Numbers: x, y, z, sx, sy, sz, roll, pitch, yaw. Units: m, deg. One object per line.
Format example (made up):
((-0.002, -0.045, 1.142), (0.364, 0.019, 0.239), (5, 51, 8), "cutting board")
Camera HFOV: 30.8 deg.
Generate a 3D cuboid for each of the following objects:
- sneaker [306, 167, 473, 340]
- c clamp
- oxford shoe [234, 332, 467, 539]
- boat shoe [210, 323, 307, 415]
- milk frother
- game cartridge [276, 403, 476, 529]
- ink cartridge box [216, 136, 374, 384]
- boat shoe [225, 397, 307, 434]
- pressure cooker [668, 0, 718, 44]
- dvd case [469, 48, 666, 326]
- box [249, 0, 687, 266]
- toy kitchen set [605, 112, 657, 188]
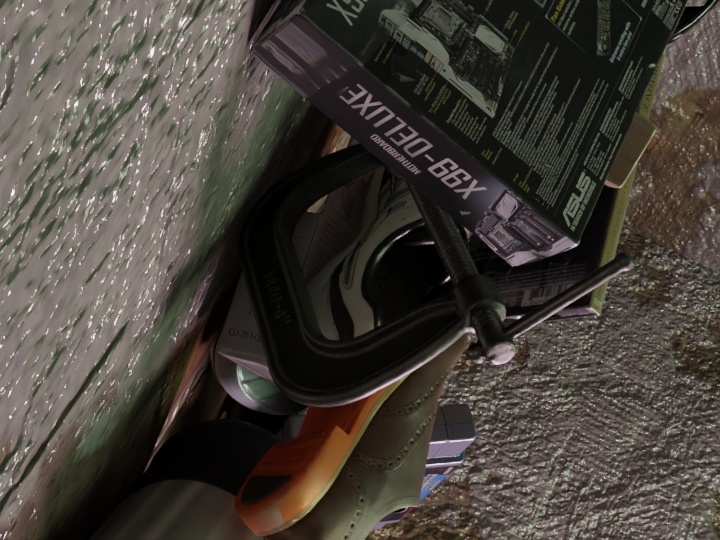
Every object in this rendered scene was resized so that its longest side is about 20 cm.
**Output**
((0.038, -0.017, 0.729), (0.088, 0.076, 0.200), (-20, -146, 53), "sneaker")
((0.020, -0.010, 0.654), (0.171, 0.027, 0.200), (-34, -138, 4), "c clamp")
((0.009, 0.095, 0.740), (0.071, 0.073, 0.200), (-19, -160, 49), "oxford shoe")
((-0.052, 0.054, 0.872), (0.200, 0.067, 0.074), (9, 92, -63), "boat shoe")
((-0.066, 0.211, 0.721), (0.188, 0.200, 0.181), (-52, 160, -69), "milk frother")
((-0.012, 0.144, 0.891), (0.200, 0.129, 0.038), (123, -35, -57), "game cartridge")
((0.000, 0.000, 0.828), (0.200, 0.045, 0.177), (41, 65, -60), "ink cartridge box")
((-0.077, 0.114, 1.035), (0.065, 0.073, 0.200), (-30, 163, -35), "boat shoe")
((0.176, -0.256, 0.922), (0.179, 0.200, 0.176), (-61, 174, -43), "pressure cooker")
((0.111, -0.056, 0.817), (0.149, 0.016, 0.200), (-11, -126, 49), "dvd case")
((0.065, -0.128, 0.587), (0.050, 0.158, 0.200), (-20, -142, 59), "box")
((0.115, -0.179, 0.749), (0.200, 0.180, 0.163), (-60, 177, 7), "toy kitchen set")
